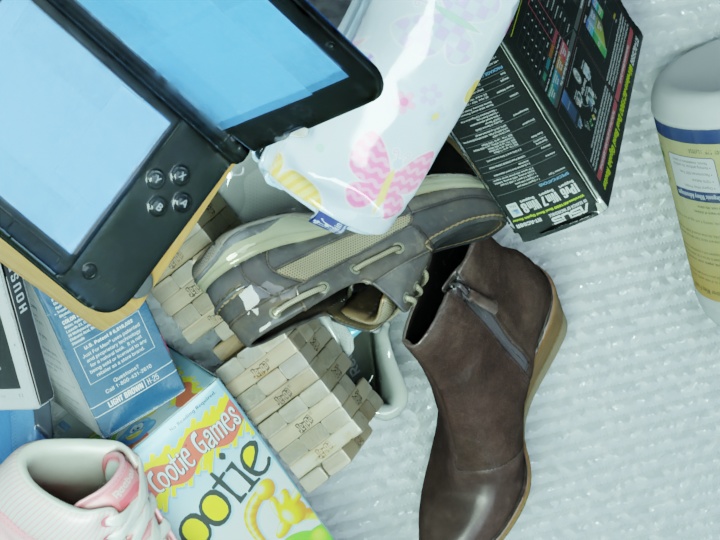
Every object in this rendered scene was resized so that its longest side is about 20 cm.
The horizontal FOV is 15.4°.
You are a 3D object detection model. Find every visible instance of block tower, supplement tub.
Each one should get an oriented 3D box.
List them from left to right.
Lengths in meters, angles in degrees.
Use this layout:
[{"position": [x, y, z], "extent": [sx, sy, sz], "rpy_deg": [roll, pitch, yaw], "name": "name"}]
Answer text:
[{"position": [-0.067, 0.030, 1.568], "extent": [0.054, 0.058, 0.200], "rpy_deg": [-37, 95, 21], "name": "block tower"}, {"position": [0.275, -0.045, 1.714], "extent": [0.144, 0.144, 0.201], "rpy_deg": [-23, 111, -20], "name": "supplement tub"}]

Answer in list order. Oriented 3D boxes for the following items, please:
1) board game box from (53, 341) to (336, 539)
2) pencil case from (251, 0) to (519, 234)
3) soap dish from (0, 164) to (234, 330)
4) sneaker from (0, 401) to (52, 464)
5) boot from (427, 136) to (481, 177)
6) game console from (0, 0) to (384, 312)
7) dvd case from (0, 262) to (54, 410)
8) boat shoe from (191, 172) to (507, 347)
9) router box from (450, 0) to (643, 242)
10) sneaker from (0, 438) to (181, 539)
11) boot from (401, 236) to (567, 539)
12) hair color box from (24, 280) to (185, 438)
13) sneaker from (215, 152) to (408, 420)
[{"position": [-0.089, 0.157, 1.605], "extent": [0.103, 0.105, 0.200], "rpy_deg": [-40, 115, -12], "name": "board game box"}, {"position": [0.021, -0.119, 1.437], "extent": [0.090, 0.083, 0.201], "rpy_deg": [28, 105, -13], "name": "pencil case"}, {"position": [-0.131, -0.087, 1.399], "extent": [0.157, 0.081, 0.200], "rpy_deg": [37, 82, -30], "name": "soap dish"}, {"position": [-0.228, 0.148, 1.553], "extent": [0.078, 0.066, 0.201], "rpy_deg": [9, 102, -16], "name": "sneaker"}, {"position": [0.024, -0.064, 1.589], "extent": [0.200, 0.138, 0.078], "rpy_deg": [32, 88, -29], "name": "boot"}, {"position": [-0.122, -0.089, 1.289], "extent": [0.200, 0.118, 0.171], "rpy_deg": [41, 80, -28], "name": "game console"}, {"position": [-0.258, -0.016, 1.468], "extent": [0.025, 0.150, 0.201], "rpy_deg": [-42, 124, -57], "name": "dvd case"}, {"position": [0.000, 0.000, 1.532], "extent": [0.199, 0.075, 0.074], "rpy_deg": [-16, 75, -25], "name": "boat shoe"}, {"position": [0.099, -0.136, 1.586], "extent": [0.062, 0.200, 0.150], "rpy_deg": [-22, 118, 27], "name": "router box"}, {"position": [-0.125, 0.163, 1.483], "extent": [0.200, 0.075, 0.105], "rpy_deg": [29, 127, -8], "name": "sneaker"}, {"position": [0.057, 0.075, 1.645], "extent": [0.166, 0.072, 0.201], "rpy_deg": [41, 67, -56], "name": "boot"}, {"position": [-0.178, -0.013, 1.523], "extent": [0.060, 0.100, 0.201], "rpy_deg": [-30, 114, -18], "name": "hair color box"}, {"position": [-0.023, 0.008, 1.613], "extent": [0.075, 0.087, 0.200], "rpy_deg": [-37, 114, -12], "name": "sneaker"}]
